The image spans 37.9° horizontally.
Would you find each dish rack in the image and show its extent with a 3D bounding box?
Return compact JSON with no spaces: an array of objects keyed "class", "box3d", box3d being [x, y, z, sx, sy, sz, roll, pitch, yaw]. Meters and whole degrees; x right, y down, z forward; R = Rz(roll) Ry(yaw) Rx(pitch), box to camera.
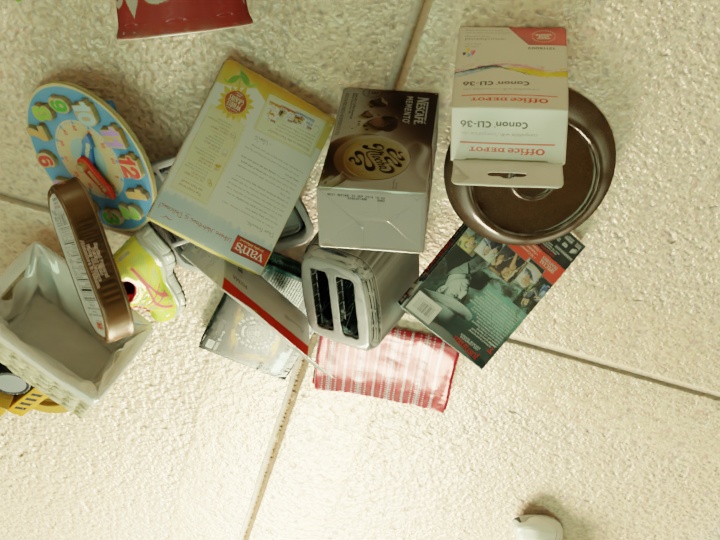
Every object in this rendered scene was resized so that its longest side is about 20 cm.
[{"class":"dish rack","box3d":[-0.169,-0.088,1.292,0.198,0.044,0.172,-13,127,21]}]

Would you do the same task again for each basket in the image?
[{"class":"basket","box3d":[-0.399,0.084,1.392,0.199,0.136,0.123,37,149,-5]}]

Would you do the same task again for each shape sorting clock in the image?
[{"class":"shape sorting clock","box3d":[-0.322,-0.131,1.244,0.199,0.039,0.201,19,134,21]}]

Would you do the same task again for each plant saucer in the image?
[{"class":"plant saucer","box3d":[0.194,-0.110,1.185,0.198,0.032,0.202,-2,120,-4]}]

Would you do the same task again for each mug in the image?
[{"class":"mug","box3d":[-0.175,-0.333,1.005,0.132,0.178,0.202,-2,107,17]}]

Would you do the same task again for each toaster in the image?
[{"class":"toaster","box3d":[0.000,0.000,1.270,0.113,0.129,0.201,18,136,21]}]

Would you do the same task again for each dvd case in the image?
[{"class":"dvd case","box3d":[0.160,0.004,1.270,0.146,0.022,0.200,37,95,-23]}]

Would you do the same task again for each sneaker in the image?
[{"class":"sneaker","box3d":[0.299,0.465,1.684,0.074,0.087,0.201,-16,126,25]},{"class":"sneaker","box3d":[-0.283,0.017,1.343,0.078,0.090,0.201,44,158,22]}]

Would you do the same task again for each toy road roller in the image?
[{"class":"toy road roller","box3d":[-0.486,0.158,1.519,0.146,0.124,0.199,31,130,-33]}]

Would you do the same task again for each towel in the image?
[{"class":"towel","box3d":[0.035,0.134,1.474,0.198,0.023,0.145,11,132,0]}]

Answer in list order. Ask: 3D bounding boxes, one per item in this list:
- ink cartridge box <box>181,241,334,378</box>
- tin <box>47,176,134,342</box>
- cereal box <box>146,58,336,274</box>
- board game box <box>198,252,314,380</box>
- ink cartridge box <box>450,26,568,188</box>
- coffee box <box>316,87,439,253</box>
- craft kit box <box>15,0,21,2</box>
[{"class":"ink cartridge box","box3d":[-0.113,0.037,1.252,0.047,0.200,0.160,-51,126,-6]},{"class":"tin","box3d":[-0.323,-0.010,1.250,0.042,0.112,0.202,-21,98,-21]},{"class":"cereal box","box3d":[-0.134,-0.115,1.179,0.143,0.201,0.039,28,175,-16]},{"class":"board game box","box3d":[-0.126,0.061,1.429,0.134,0.028,0.200,23,131,-12]},{"class":"ink cartridge box","box3d":[0.151,-0.169,1.059,0.115,0.201,0.068,2,133,8]},{"class":"coffee box","box3d":[0.023,-0.112,1.132,0.112,0.201,0.080,4,129,6]},{"class":"craft kit box","box3d":[-0.325,-0.395,1.043,0.196,0.049,0.201,-16,127,26]}]
